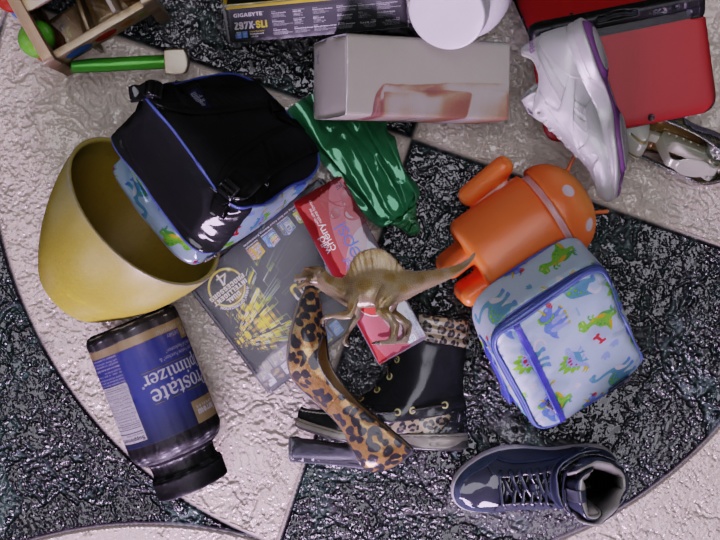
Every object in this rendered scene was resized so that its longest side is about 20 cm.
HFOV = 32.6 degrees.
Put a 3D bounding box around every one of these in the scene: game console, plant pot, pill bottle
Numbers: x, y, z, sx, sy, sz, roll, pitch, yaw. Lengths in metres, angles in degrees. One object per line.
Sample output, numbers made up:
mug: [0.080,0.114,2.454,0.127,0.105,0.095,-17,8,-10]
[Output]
game console: [0.285,-0.258,1.400,0.197,0.173,0.120,-11,131,-1]
plant pot: [-0.276,-0.025,1.363,0.200,0.200,0.142,48,118,-2]
pill bottle: [-0.225,0.151,1.393,0.111,0.112,0.202,-22,93,0]
pill bottle: [0.118,-0.319,1.327,0.107,0.201,0.110,12,129,15]

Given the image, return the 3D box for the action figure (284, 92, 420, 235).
action figure: [0.007,-0.124,1.414,0.117,0.055,0.201,-34,89,-1]

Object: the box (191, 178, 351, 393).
box: [-0.076,0.017,1.421,0.199,0.049,0.162,-37,94,-1]

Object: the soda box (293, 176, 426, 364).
soda box: [0.000,0.000,1.359,0.063,0.070,0.202,-28,88,1]

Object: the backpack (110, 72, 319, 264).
backpack: [-0.158,-0.117,1.335,0.183,0.200,0.147,50,126,6]

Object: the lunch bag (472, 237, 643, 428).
lunch bag: [0.217,0.076,1.368,0.160,0.083,0.201,-31,132,-1]

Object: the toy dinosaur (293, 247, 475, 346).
toy dinosaur: [0.028,0.027,1.294,0.197,0.058,0.103,-3,88,1]

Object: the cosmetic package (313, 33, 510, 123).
cosmetic package: [0.056,-0.208,1.355,0.197,0.103,0.089,-1,95,-22]

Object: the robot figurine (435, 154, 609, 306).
robot figurine: [0.180,-0.043,1.389,0.199,0.117,0.144,-34,61,1]

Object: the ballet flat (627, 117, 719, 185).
ballet flat: [0.338,-0.150,1.404,0.198,0.072,0.073,21,92,-3]

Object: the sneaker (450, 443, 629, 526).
sneaker: [0.203,0.243,1.388,0.199,0.146,0.078,-11,94,1]

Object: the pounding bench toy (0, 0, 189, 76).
pounding bench toy: [-0.299,-0.274,1.368,0.155,0.124,0.202,-30,93,1]

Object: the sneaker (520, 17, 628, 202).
sneaker: [0.233,-0.168,1.339,0.098,0.075,0.202,-13,106,21]

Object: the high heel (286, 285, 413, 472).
high heel: [-0.008,0.118,1.351,0.141,0.071,0.203,1,95,16]

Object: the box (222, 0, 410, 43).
box: [-0.049,-0.313,1.355,0.197,0.160,0.050,-5,125,0]

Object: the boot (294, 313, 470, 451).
boot: [0.030,0.125,1.421,0.201,0.073,0.156,5,86,3]
